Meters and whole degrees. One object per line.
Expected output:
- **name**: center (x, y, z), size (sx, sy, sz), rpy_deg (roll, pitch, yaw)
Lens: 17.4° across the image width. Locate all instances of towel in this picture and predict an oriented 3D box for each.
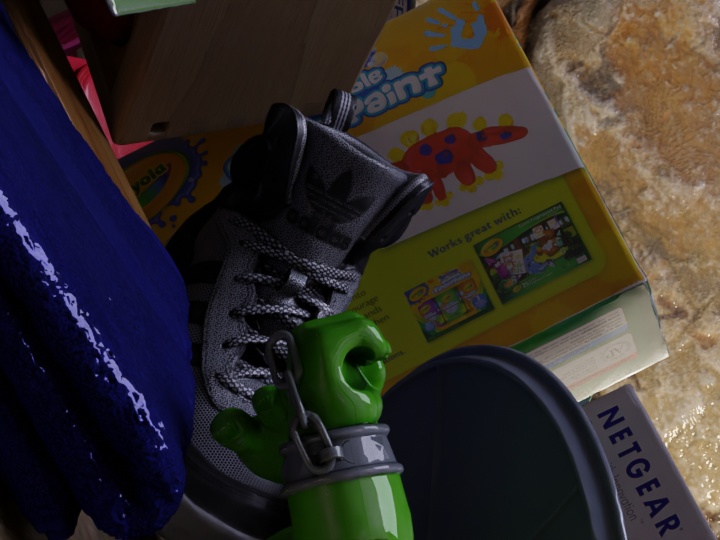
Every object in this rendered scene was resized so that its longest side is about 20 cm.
- **towel**: center (-0.102, -0.010, 0.678), size (0.148, 0.049, 0.200), rpy_deg (57, 4, -14)

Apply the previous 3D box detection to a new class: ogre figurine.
- **ogre figurine**: center (-0.007, 0.114, 0.668), size (0.200, 0.097, 0.121), rpy_deg (-56, -140, 39)

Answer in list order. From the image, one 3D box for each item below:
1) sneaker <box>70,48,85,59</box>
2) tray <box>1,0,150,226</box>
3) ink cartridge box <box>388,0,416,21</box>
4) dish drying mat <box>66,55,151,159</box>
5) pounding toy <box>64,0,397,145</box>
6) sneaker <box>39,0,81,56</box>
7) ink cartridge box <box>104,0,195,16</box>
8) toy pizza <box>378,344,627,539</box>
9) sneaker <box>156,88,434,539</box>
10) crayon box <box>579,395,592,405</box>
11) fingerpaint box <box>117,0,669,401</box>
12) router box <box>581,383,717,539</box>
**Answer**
- **sneaker**: center (-0.084, -0.054, 1.182), size (0.201, 0.082, 0.078), rpy_deg (63, 2, 3)
- **tray**: center (-0.135, -0.086, 0.869), size (0.201, 0.037, 0.099), rpy_deg (63, 2, -6)
- **ink cartridge box**: center (-0.022, -0.070, 1.223), size (0.199, 0.040, 0.202), rpy_deg (25, -65, 51)
- **dish drying mat**: center (-0.069, -0.053, 1.094), size (0.199, 0.018, 0.077), rpy_deg (8, 61, -55)
- **pounding toy**: center (-0.084, -0.169, 0.915), size (0.184, 0.141, 0.201), rpy_deg (120, -46, -56)
- **sneaker**: center (-0.117, -0.160, 1.097), size (0.089, 0.081, 0.200), rpy_deg (57, 23, -1)
- **ink cartridge box**: center (-0.133, -0.164, 0.771), size (0.201, 0.059, 0.104), rpy_deg (64, 12, -3)
- **toy pizza**: center (0.031, 0.124, 0.734), size (0.031, 0.201, 0.201), rpy_deg (12, 33, -29)
- **sneaker**: center (-0.030, 0.011, 0.821), size (0.075, 0.114, 0.201), rpy_deg (26, 29, -17)
- **crayon box**: center (0.038, 0.000, 1.110), size (0.058, 0.120, 0.200), rpy_deg (4, -27, 48)
- **fingerpaint box**: center (0.000, 0.000, 0.962), size (0.168, 0.199, 0.073), rpy_deg (64, 2, 32)
- **router box**: center (0.060, 0.155, 0.874), size (0.049, 0.178, 0.201), rpy_deg (63, 1, -39)
